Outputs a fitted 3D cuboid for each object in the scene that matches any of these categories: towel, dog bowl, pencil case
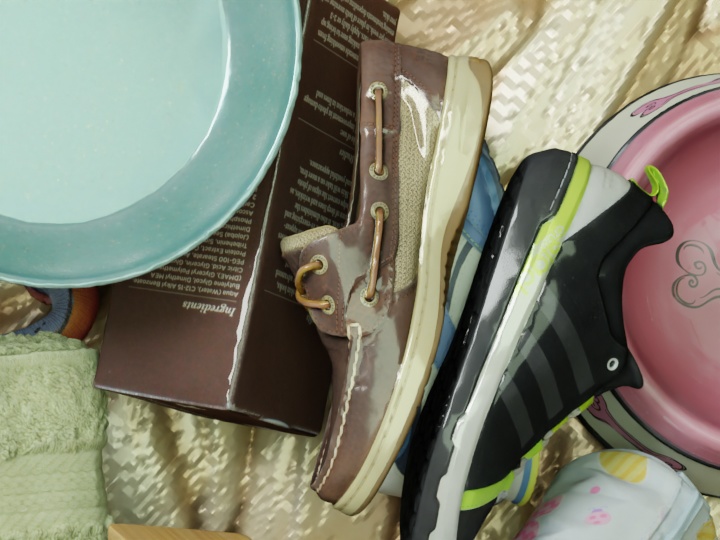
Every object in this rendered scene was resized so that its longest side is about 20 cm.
[{"bbox_3d":[-0.179,0.100,1.057,0.200,0.036,0.149,-2,82,-43],"label":"towel"},{"bbox_3d":[0.181,0.004,1.181,0.199,0.074,0.201,0,85,-5],"label":"dog bowl"},{"bbox_3d":[0.082,0.154,1.099,0.083,0.200,0.091,40,127,4],"label":"pencil case"}]

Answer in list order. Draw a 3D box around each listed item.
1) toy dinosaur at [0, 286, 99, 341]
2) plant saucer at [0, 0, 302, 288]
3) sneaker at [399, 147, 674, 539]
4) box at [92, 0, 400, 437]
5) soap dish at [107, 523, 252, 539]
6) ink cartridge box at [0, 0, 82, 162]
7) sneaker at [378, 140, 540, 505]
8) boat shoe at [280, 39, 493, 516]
[{"bbox_3d":[-0.201,0.058,1.158,0.181,0.105,0.201,-10,120,-15],"label":"toy dinosaur"},{"bbox_3d":[-0.124,-0.093,1.054,0.199,0.036,0.201,0,89,-14],"label":"plant saucer"},{"bbox_3d":[0.079,0.046,1.103,0.083,0.072,0.201,20,91,-6],"label":"sneaker"},{"bbox_3d":[-0.047,-0.035,1.142,0.075,0.100,0.201,6,82,23],"label":"box"},{"bbox_3d":[-0.033,0.202,1.036,0.081,0.200,0.158,-17,117,-27],"label":"soap dish"},{"bbox_3d":[-0.193,-0.125,1.130,0.199,0.125,0.129,26,83,-4],"label":"ink cartridge box"},{"bbox_3d":[0.028,0.010,1.167,0.082,0.074,0.201,-8,85,-4],"label":"sneaker"},{"bbox_3d":[0.000,0.000,1.097,0.072,0.072,0.201,15,86,-6],"label":"boat shoe"}]
